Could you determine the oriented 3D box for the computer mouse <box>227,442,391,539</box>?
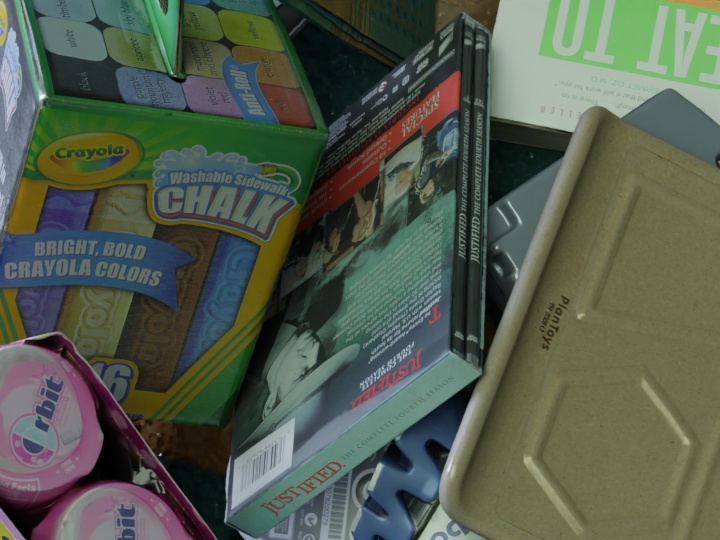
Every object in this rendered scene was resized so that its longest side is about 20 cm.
[{"bbox_3d":[0.042,0.098,1.233,0.199,0.044,0.110,7,86,9],"label":"computer mouse"}]

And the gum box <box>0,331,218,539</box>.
[{"bbox_3d":[-0.108,0.119,1.100,0.066,0.113,0.200,-40,100,-29],"label":"gum box"}]

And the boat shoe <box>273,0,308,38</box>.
[{"bbox_3d":[-0.097,-0.079,1.278,0.200,0.060,0.072,-34,35,3],"label":"boat shoe"}]

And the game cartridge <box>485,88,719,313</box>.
[{"bbox_3d":[0.147,0.031,1.188,0.133,0.040,0.200,-33,87,-18],"label":"game cartridge"}]

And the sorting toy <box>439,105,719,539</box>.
[{"bbox_3d":[0.142,0.055,1.147,0.199,0.036,0.186,27,70,-13],"label":"sorting toy"}]

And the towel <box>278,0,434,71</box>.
[{"bbox_3d":[-0.014,-0.177,1.229,0.022,0.200,0.148,-2,78,26],"label":"towel"}]

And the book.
[{"bbox_3d":[0.137,-0.149,1.266,0.133,0.048,0.201,10,81,10],"label":"book"}]

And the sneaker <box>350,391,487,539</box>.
[{"bbox_3d":[0.038,0.154,1.164,0.115,0.081,0.200,24,105,7],"label":"sneaker"}]

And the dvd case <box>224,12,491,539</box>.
[{"bbox_3d":[0.000,0.000,1.195,0.146,0.022,0.201,-39,31,35],"label":"dvd case"}]

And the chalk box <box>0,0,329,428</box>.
[{"bbox_3d":[-0.095,-0.053,1.174,0.125,0.123,0.201,-110,35,-50],"label":"chalk box"}]
